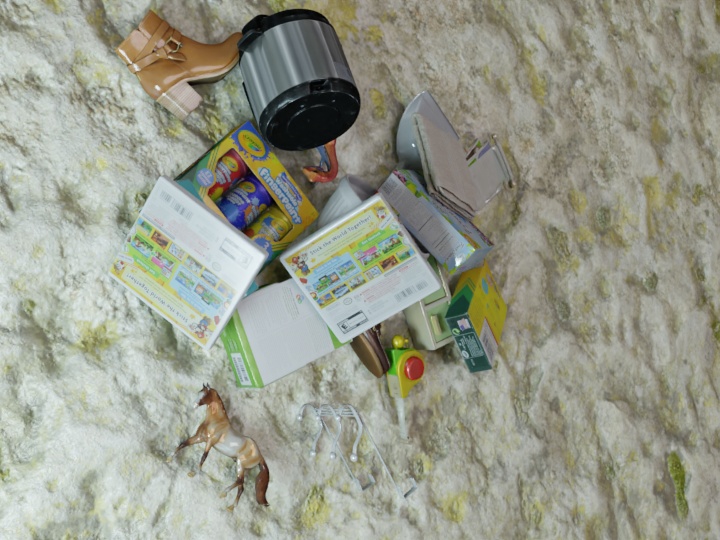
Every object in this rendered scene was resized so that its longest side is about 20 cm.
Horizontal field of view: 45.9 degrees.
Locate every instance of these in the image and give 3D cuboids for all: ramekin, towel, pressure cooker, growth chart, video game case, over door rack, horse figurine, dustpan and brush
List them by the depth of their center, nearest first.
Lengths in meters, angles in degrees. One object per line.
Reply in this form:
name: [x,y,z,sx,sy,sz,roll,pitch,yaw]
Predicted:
video game case: [-0.260,-0.010,1.271,0.199,0.023,0.183,36,108,5]
horse figurine: [-0.214,0.293,1.357,0.200,0.050,0.133,41,55,-13]
pressure cooker: [-0.101,-0.317,1.363,0.176,0.176,0.202,-17,70,-8]
video game case: [0.000,0.000,1.365,0.183,0.198,0.023,54,20,-17]
over door rack: [-0.014,0.311,1.427,0.067,0.147,0.201,-46,108,-29]
ramekin: [0.015,-0.060,1.459,0.199,0.201,0.105,37,106,-24]
towel: [0.154,-0.191,1.543,0.132,0.034,0.202,28,40,-42]
dustpan and brush: [0.100,-0.223,1.615,0.140,0.057,0.201,49,56,-32]
growth chart: [0.230,-0.187,1.690,0.199,0.018,0.146,-36,116,-29]

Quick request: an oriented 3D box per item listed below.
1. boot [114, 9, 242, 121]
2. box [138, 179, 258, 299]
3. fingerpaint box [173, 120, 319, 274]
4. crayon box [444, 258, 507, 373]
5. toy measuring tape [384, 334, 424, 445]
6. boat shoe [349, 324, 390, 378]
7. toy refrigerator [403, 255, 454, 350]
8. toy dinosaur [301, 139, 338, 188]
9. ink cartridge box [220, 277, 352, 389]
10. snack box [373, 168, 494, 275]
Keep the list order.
boot: [-0.286,-0.360,1.379,0.155,0.076,0.201,44,72,-16]
box: [-0.247,-0.032,1.301,0.201,0.082,0.049,58,19,-1]
fingerpaint box: [-0.192,-0.114,1.402,0.167,0.073,0.201,-45,108,-26]
crayon box: [0.223,0.083,1.611,0.128,0.050,0.201,63,30,-21]
toy measuring tape: [0.089,0.213,1.553,0.073,0.073,0.203,-15,101,-32]
boat shoe: [0.003,0.093,1.504,0.070,0.070,0.202,-36,104,-25]
toy refrigerator: [0.120,0.040,1.584,0.075,0.070,0.203,-20,96,-32]
toy dinosaur: [-0.071,-0.237,1.442,0.104,0.201,0.182,11,34,-43]
ink cartridge box: [-0.128,0.091,1.422,0.198,0.075,0.150,-23,97,-33]
snack box: [0.135,-0.088,1.513,0.200,0.068,0.168,46,17,12]
